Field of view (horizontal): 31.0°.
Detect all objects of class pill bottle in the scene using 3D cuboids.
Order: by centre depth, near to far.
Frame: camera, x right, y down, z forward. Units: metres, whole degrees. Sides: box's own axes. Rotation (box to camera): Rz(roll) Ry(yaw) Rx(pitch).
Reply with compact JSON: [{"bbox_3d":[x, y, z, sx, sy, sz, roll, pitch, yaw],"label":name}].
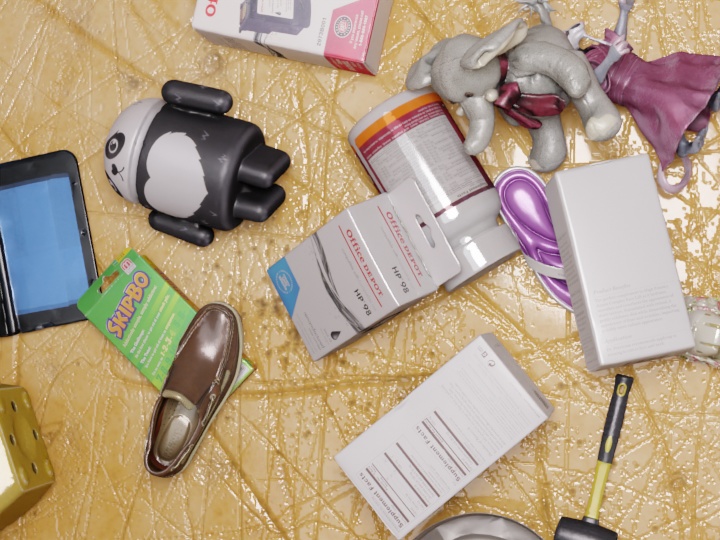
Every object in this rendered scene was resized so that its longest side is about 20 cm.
[{"bbox_3d":[0.080,-0.085,1.365,0.109,0.110,0.200,-32,83,9],"label":"pill bottle"}]

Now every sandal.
[{"bbox_3d":[0.208,-0.023,1.369,0.082,0.050,0.203,-44,82,8],"label":"sandal"}]

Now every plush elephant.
[{"bbox_3d":[0.140,-0.185,1.293,0.154,0.165,0.201,-20,94,-20],"label":"plush elephant"}]

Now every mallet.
[{"bbox_3d":[0.245,0.207,1.368,0.066,0.041,0.201,6,85,14],"label":"mallet"}]

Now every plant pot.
[{"bbox_3d":[-0.458,0.214,1.434,0.199,0.194,0.196,-21,85,4],"label":"plant pot"}]

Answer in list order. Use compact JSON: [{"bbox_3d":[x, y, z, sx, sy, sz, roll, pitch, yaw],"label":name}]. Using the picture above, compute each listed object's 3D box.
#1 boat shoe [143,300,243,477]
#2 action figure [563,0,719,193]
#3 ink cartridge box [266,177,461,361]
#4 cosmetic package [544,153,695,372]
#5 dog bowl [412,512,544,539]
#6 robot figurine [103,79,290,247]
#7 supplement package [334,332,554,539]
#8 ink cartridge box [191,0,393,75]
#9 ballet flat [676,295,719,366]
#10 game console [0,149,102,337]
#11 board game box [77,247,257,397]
[{"bbox_3d":[-0.182,0.132,1.406,0.074,0.075,0.203,19,95,7],"label":"boat shoe"},{"bbox_3d":[0.278,-0.197,1.351,0.199,0.134,0.149,24,132,19],"label":"action figure"},{"bbox_3d":[0.000,0.000,1.349,0.200,0.067,0.116,-36,80,46],"label":"ink cartridge box"},{"bbox_3d":[0.258,-0.006,1.305,0.101,0.074,0.201,-10,80,-3],"label":"cosmetic package"},{"bbox_3d":[0.129,0.352,1.374,0.199,0.059,0.201,0,89,12],"label":"dog bowl"},{"bbox_3d":[-0.180,-0.114,1.410,0.199,0.125,0.151,17,80,11],"label":"robot figurine"},{"bbox_3d":[0.090,0.170,1.357,0.200,0.114,0.110,-41,81,9],"label":"supplement package"},{"bbox_3d":[-0.068,-0.306,1.411,0.199,0.084,0.145,13,91,11],"label":"ink cartridge box"},{"bbox_3d":[0.385,0.071,1.326,0.199,0.064,0.076,15,93,12],"label":"ballet flat"},{"bbox_3d":[-0.405,-0.028,1.462,0.118,0.170,0.201,-14,86,37],"label":"game console"},{"bbox_3d":[-0.219,0.073,1.460,0.200,0.030,0.096,44,97,2],"label":"board game box"}]
